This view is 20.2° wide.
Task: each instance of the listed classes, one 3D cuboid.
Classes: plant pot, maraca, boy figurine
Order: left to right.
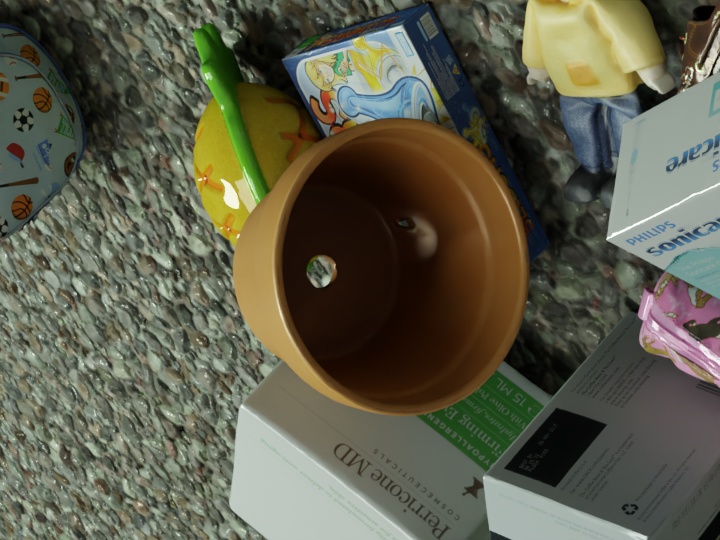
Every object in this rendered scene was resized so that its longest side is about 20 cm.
[{"bbox_3d":[-0.079,-0.092,1.524,0.137,0.106,0.201,-90,-24,-79],"label":"maraca"},{"bbox_3d":[0.000,0.000,1.416,0.201,0.200,0.140,58,156,-13],"label":"plant pot"},{"bbox_3d":[0.148,-0.139,1.296,0.124,0.064,0.201,17,136,46],"label":"boy figurine"}]

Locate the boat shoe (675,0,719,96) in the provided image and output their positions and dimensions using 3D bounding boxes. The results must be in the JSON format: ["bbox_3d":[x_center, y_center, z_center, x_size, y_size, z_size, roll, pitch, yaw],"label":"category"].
[{"bbox_3d":[0.230,-0.137,1.216,0.070,0.070,0.200,44,136,12],"label":"boat shoe"}]

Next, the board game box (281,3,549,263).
[{"bbox_3d":[0.040,-0.088,1.472,0.135,0.034,0.201,-9,116,48],"label":"board game box"}]

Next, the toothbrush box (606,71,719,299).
[{"bbox_3d":[0.267,-0.035,1.179,0.199,0.086,0.146,24,151,-24],"label":"toothbrush box"}]

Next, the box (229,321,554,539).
[{"bbox_3d":[0.025,0.147,1.557,0.199,0.171,0.200,37,154,14],"label":"box"}]

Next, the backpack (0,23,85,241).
[{"bbox_3d":[-0.325,-0.114,1.687,0.153,0.191,0.201,-1,126,38],"label":"backpack"}]

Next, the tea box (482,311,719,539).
[{"bbox_3d":[0.198,0.176,1.411,0.133,0.200,0.198,19,136,32],"label":"tea box"}]

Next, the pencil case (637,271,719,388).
[{"bbox_3d":[0.272,0.067,1.308,0.200,0.083,0.087,39,177,32],"label":"pencil case"}]
